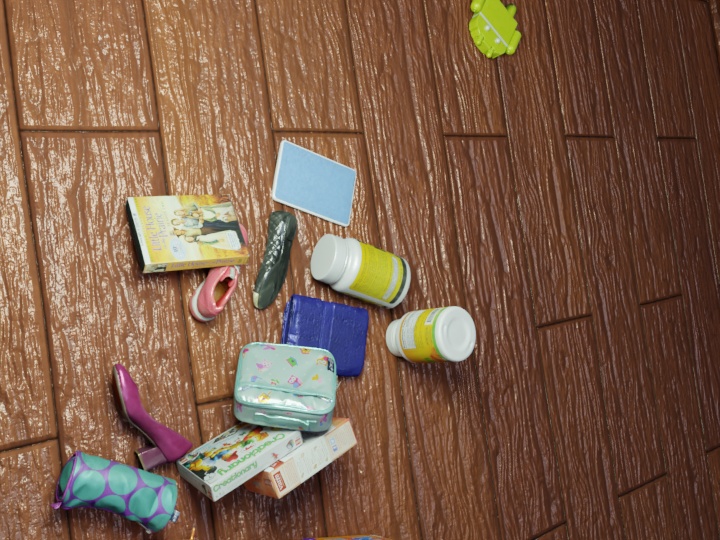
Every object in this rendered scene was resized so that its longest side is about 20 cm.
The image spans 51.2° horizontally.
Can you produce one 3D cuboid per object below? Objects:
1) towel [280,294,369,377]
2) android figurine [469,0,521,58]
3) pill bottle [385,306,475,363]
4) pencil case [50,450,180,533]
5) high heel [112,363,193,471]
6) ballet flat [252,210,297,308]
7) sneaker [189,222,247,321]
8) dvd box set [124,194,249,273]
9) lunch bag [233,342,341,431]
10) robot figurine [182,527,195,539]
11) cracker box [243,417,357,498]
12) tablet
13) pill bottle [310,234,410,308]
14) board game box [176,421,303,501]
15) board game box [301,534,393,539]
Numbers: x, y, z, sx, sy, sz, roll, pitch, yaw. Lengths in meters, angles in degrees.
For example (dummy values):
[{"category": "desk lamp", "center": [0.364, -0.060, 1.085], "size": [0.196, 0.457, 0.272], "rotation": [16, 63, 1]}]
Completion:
[{"category": "towel", "center": [-0.075, 0.137, 1.547], "size": [0.196, 0.049, 0.152], "rotation": [12, 83, -36]}, {"category": "android figurine", "center": [0.354, -0.652, 1.989], "size": [0.182, 0.041, 0.203], "rotation": [42, 59, -25]}, {"category": "pill bottle", "center": [0.144, 0.141, 1.613], "size": [0.109, 0.198, 0.115], "rotation": [6, 80, -35]}, {"category": "pencil case", "center": [-0.399, 0.368, 1.239], "size": [0.197, 0.084, 0.095], "rotation": [29, 67, -30]}, {"category": "high heel", "center": [-0.361, 0.241, 1.296], "size": [0.094, 0.067, 0.205], "rotation": [-22, 112, -27]}, {"category": "ballet flat", "center": [-0.176, -0.021, 1.498], "size": [0.066, 0.056, 0.205], "rotation": [38, 64, -57]}, {"category": "sneaker", "center": [-0.247, 0.001, 1.406], "size": [0.073, 0.086, 0.205], "rotation": [30, 66, -30]}, {"category": "dvd box set", "center": [-0.312, -0.071, 1.357], "size": [0.196, 0.030, 0.149], "rotation": [-5, 58, -33]}, {"category": "lunch bag", "center": [-0.134, 0.216, 1.388], "size": [0.194, 0.079, 0.162], "rotation": [7, 38, -6]}, {"category": "robot figurine", "center": [-0.298, 0.551, 1.269], "size": [0.140, 0.116, 0.206], "rotation": [-7, 87, -13]}, {"category": "cracker box", "center": [-0.120, 0.347, 1.423], "size": [0.198, 0.132, 0.059], "rotation": [-28, 100, -36]}, {"category": "tablet", "center": [-0.095, -0.182, 1.594], "size": [0.196, 0.014, 0.134], "rotation": [18, 73, -33]}, {"category": "pill bottle", "center": [0.000, 0.000, 1.577], "size": [0.197, 0.113, 0.118], "rotation": [20, 72, -34]}, {"category": "board game box", "center": [-0.217, 0.329, 1.356], "size": [0.198, 0.125, 0.036], "rotation": [-27, 116, -36]}, {"category": "board game box", "center": [0.010, 0.633, 1.440], "size": [0.196, 0.198, 0.206], "rotation": [11, 77, -35]}]
